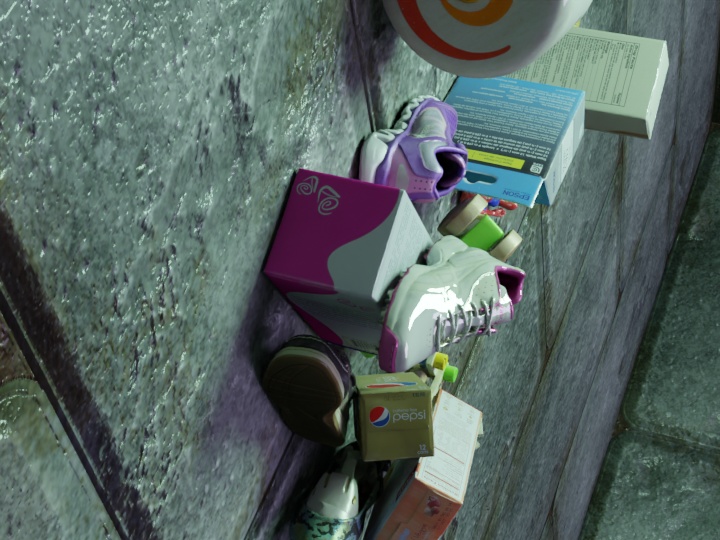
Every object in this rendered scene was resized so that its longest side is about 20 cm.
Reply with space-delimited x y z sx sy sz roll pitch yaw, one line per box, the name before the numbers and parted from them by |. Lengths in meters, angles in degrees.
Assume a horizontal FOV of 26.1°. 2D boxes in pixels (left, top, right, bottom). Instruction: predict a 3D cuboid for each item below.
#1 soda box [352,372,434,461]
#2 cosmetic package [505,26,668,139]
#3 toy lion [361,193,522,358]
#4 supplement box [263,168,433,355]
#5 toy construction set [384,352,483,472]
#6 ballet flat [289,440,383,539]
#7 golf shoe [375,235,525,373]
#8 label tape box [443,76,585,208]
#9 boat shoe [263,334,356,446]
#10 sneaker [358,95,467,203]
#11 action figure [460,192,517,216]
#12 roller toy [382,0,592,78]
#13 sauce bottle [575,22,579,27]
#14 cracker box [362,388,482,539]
soda box | 0.029 0.138 1.495 0.200 0.068 0.064 -151 -123 -87
cosmetic package | 0.253 -0.227 1.827 0.071 0.200 0.105 49 57 -69
toy lion | 0.067 0.012 1.562 0.192 0.069 0.200 -44 -179 0
supplement box | 0.000 0.000 1.370 0.200 0.101 0.103 54 51 -68
toy construction set | 0.069 0.158 1.739 0.131 0.092 0.200 -68 150 -28
ballet flat | -0.021 0.219 1.523 0.200 0.074 0.074 -54 153 -71
golf shoe | 0.078 0.031 1.318 0.200 0.091 0.075 -47 148 -54
label tape box | 0.145 -0.125 1.658 0.066 0.143 0.200 85 25 -44
boat shoe | -0.040 0.095 1.379 0.201 0.072 0.066 80 23 -63
sneaker | 0.068 -0.112 1.523 0.200 0.088 0.081 -47 145 -60
action figure | 0.160 -0.099 1.892 0.200 0.052 0.065 -11 117 -69
roller toy | 0.117 -0.270 1.392 0.140 0.200 0.183 -46 151 -57
sauce bottle | 0.260 -0.379 1.969 0.066 0.066 0.200 12 89 -73
cracker box | 0.060 0.223 1.569 0.134 0.058 0.200 -59 -179 23
